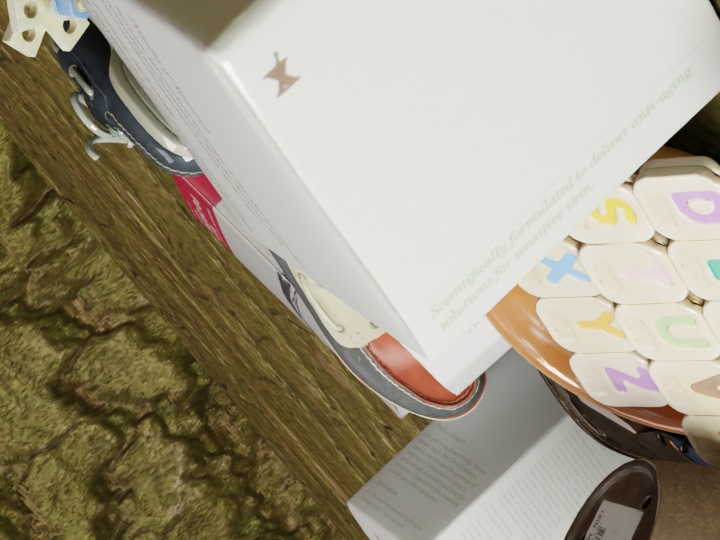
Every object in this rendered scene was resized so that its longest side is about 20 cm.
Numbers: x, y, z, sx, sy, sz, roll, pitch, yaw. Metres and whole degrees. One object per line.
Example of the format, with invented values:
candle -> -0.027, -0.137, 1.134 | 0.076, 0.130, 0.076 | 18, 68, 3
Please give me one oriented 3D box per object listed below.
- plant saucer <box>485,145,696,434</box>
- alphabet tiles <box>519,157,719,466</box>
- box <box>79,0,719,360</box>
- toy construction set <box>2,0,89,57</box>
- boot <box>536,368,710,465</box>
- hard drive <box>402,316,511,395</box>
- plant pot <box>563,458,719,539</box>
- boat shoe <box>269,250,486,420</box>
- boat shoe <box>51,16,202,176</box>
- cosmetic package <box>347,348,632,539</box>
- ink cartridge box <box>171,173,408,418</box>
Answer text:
plant saucer -> 0.144, 0.004, 1.334 | 0.200, 0.037, 0.200 | 19, 145, 14
alphabet tiles -> 0.165, 0.024, 1.285 | 0.196, 0.015, 0.200 | -2, 135, 38
box -> 0.014, -0.116, 1.180 | 0.171, 0.199, 0.200 | 35, 165, 51
toy construction set -> -0.094, -0.155, 1.470 | 0.200, 0.131, 0.092 | 10, -176, 27
boot -> 0.179, 0.073, 1.490 | 0.200, 0.075, 0.097 | 38, 160, 6
hard drive -> 0.062, -0.036, 1.418 | 0.132, 0.025, 0.200 | 45, 133, 0
plant pot -> 0.197, 0.176, 1.334 | 0.200, 0.187, 0.187 | 28, 175, -17
boat shoe -> 0.000, 0.000, 1.529 | 0.200, 0.071, 0.063 | 52, 168, 1
boat shoe -> -0.128, -0.105, 1.558 | 0.200, 0.075, 0.062 | 51, 129, 43
cosmetic package -> 0.099, 0.108, 1.627 | 0.074, 0.200, 0.102 | 55, 169, -28
ink cartridge box -> 0.007, -0.032, 1.650 | 0.200, 0.145, 0.083 | 44, 168, 23
